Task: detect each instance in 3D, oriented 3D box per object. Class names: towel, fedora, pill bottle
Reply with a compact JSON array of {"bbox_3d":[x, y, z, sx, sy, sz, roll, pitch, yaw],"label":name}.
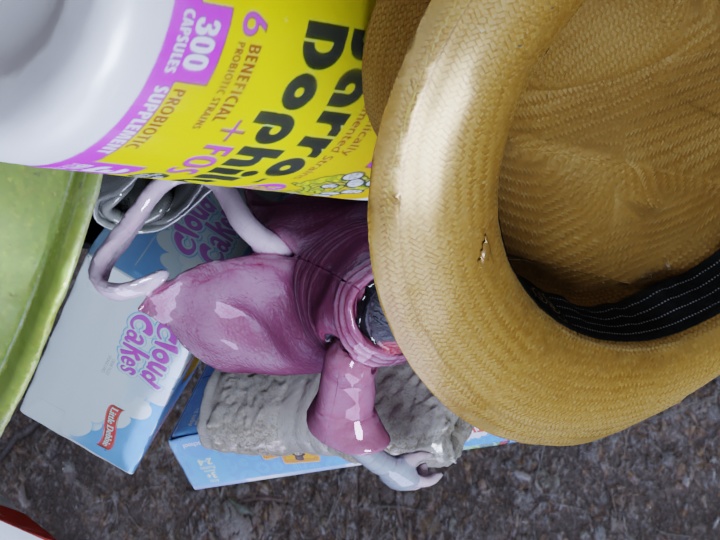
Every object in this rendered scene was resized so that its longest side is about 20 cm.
[{"bbox_3d":[0.020,0.002,1.216,0.132,0.200,0.034,1,140,34],"label":"towel"},{"bbox_3d":[0.064,-0.050,0.723,0.201,0.201,0.082,4,-156,-44],"label":"fedora"},{"bbox_3d":[-0.025,-0.074,0.765,0.104,0.104,0.200,2,179,44],"label":"pill bottle"}]

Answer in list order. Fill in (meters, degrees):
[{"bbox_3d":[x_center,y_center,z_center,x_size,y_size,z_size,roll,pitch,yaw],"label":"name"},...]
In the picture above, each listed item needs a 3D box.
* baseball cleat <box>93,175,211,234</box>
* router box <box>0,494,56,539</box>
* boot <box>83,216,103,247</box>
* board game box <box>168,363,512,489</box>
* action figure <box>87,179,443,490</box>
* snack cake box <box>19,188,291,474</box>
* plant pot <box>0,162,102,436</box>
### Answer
[{"bbox_3d":[-0.122,-0.069,1.277,0.070,0.107,0.200,19,166,-28],"label":"baseball cleat"},{"bbox_3d":[-0.224,0.045,0.892,0.200,0.049,0.179,30,179,-39],"label":"router box"},{"bbox_3d":[-0.174,-0.054,1.437,0.131,0.068,0.200,41,-168,21],"label":"boot"},{"bbox_3d":[0.025,0.029,1.261,0.200,0.037,0.151,-9,-147,26],"label":"board game box"},{"bbox_3d":[0.000,0.000,1.089,0.149,0.134,0.200,34,174,-18],"label":"action figure"},{"bbox_3d":[-0.087,-0.009,1.357,0.067,0.115,0.200,30,-140,0],"label":"snack cake box"},{"bbox_3d":[-0.190,-0.053,0.853,0.190,0.200,0.200,15,175,-18],"label":"plant pot"}]
